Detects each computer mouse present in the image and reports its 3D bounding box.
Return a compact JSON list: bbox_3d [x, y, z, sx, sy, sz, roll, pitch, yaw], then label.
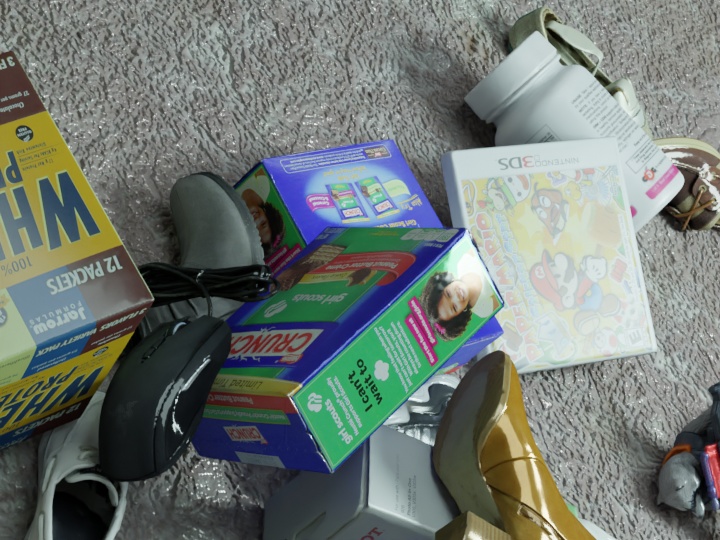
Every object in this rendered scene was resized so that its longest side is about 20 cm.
[{"bbox_3d":[-0.156,0.059,1.556,0.200,0.140,0.046,-61,137,-33],"label":"computer mouse"}]

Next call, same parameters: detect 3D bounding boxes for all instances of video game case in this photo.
[{"bbox_3d":[0.168,-0.014,1.943,0.182,0.023,0.201,-7,83,-30],"label":"video game case"}]

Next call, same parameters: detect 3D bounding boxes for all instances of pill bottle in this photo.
[{"bbox_3d":[0.198,-0.120,2.061,0.200,0.113,0.113,48,40,0],"label":"pill bottle"}]

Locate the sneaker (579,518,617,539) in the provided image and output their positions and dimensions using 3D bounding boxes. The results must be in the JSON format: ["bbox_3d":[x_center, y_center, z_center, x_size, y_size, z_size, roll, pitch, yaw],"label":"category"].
[{"bbox_3d":[0.157,0.232,1.785,0.200,0.073,0.071,30,39,-34],"label":"sneaker"}]

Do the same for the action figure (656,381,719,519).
[{"bbox_3d":[0.344,0.196,1.981,0.193,0.104,0.201,-5,87,-35],"label":"action figure"}]

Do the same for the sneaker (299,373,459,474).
[{"bbox_3d":[0.043,0.158,1.731,0.114,0.075,0.200,53,38,10],"label":"sneaker"}]

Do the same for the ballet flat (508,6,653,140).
[{"bbox_3d":[0.230,-0.181,2.178,0.200,0.062,0.067,41,41,-8],"label":"ballet flat"}]

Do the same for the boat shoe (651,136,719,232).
[{"bbox_3d":[0.339,-0.075,2.185,0.200,0.072,0.072,18,47,-38],"label":"boat shoe"}]

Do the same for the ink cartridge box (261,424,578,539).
[{"bbox_3d":[0.044,0.208,1.640,0.200,0.145,0.088,23,46,-26],"label":"ink cartridge box"}]

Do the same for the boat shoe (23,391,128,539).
[{"bbox_3d":[-0.190,0.158,1.536,0.073,0.065,0.200,27,44,-22],"label":"boat shoe"}]

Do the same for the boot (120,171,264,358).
[{"bbox_3d":[-0.138,0.012,1.697,0.131,0.070,0.200,-3,61,-40],"label":"boot"}]

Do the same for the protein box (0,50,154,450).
[{"bbox_3d":[-0.266,0.001,1.474,0.135,0.199,0.200,-23,74,-31],"label":"protein box"}]

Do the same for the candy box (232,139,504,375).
[{"bbox_3d":[0.000,0.000,1.821,0.169,0.077,0.200,-11,66,-47],"label":"candy box"}]

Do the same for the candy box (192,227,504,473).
[{"bbox_3d":[-0.023,0.054,1.606,0.200,0.169,0.077,-44,116,-29],"label":"candy box"}]

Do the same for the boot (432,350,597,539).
[{"bbox_3d":[0.124,0.168,1.586,0.144,0.071,0.202,34,44,-25],"label":"boot"}]
